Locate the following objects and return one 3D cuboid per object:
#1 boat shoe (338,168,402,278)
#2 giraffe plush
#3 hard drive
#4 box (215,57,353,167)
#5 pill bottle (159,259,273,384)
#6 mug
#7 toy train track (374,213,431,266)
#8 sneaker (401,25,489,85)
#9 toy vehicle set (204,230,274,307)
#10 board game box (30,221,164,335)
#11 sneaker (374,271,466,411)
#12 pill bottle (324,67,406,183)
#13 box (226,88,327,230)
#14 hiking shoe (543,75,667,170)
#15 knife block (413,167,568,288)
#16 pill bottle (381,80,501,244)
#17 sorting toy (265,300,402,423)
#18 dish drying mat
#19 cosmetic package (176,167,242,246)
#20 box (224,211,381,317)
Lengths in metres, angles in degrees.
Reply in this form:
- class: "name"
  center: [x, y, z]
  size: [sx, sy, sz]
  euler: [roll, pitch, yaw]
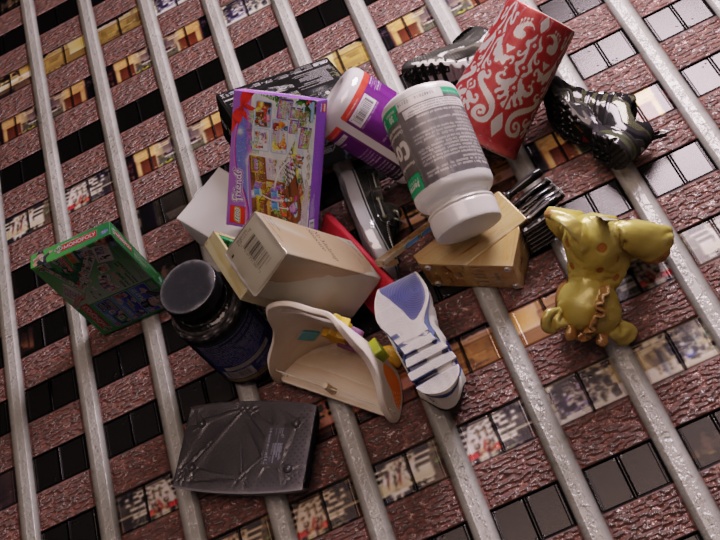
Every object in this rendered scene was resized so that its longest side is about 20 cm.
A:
- class: "boat shoe"
  center: [0.028, -0.078, 1.599]
  size: [0.071, 0.072, 0.201]
  euler: [-18, 61, -6]
- class: "giraffe plush"
  center: [0.303, 0.011, 1.388]
  size: [0.172, 0.200, 0.163]
  euler: [11, 97, 18]
- class: "hard drive"
  center: [-0.154, 0.248, 1.492]
  size: [0.199, 0.042, 0.135]
  euler: [-4, 58, 22]
- class: "box"
  center: [-0.104, -0.234, 1.703]
  size: [0.199, 0.086, 0.164]
  euler: [-22, 46, -16]
- class: "pill bottle"
  center: [-0.196, 0.071, 1.522]
  size: [0.111, 0.200, 0.112]
  euler: [-11, 56, 17]
- class: "mug"
  center: [0.203, -0.288, 1.573]
  size: [0.201, 0.133, 0.178]
  euler: [-62, 36, 15]
- class: "toy train track"
  center: [0.104, -0.054, 1.549]
  size: [0.200, 0.033, 0.115]
  euler: [-36, 18, -27]
- class: "sneaker"
  center: [0.163, -0.340, 1.712]
  size: [0.199, 0.067, 0.091]
  euler: [-7, 54, 15]
- class: "toy vehicle set"
  center: [-0.117, 0.014, 1.527]
  size: [0.027, 0.200, 0.124]
  euler: [-53, 50, 16]
- class: "board game box"
  center: [-0.385, 0.016, 1.640]
  size: [0.134, 0.200, 0.029]
  euler: [-22, 52, 9]
- class: "sneaker"
  center: [0.083, 0.111, 1.432]
  size: [0.080, 0.115, 0.200]
  euler: [-23, 50, 1]
- class: "pill bottle"
  center: [0.041, -0.204, 1.595]
  size: [0.113, 0.200, 0.113]
  euler: [-54, 15, 21]
- class: "box"
  center: [-0.122, -0.155, 1.562]
  size: [0.136, 0.039, 0.201]
  euler: [11, 105, 22]
- class: "hiking shoe"
  center: [0.346, -0.224, 1.563]
  size: [0.100, 0.076, 0.200]
  euler: [-28, 53, -17]
- class: "knife block"
  center: [0.190, -0.065, 1.526]
  size: [0.199, 0.064, 0.176]
  euler: [1, 60, 25]
- class: "pill bottle"
  center: [0.112, -0.145, 1.470]
  size: [0.113, 0.113, 0.201]
  euler: [-23, 74, 9]
- class: "sorting toy"
  center: [-0.043, 0.100, 1.450]
  size: [0.199, 0.180, 0.107]
  euler: [15, 67, 30]
- class: "dish drying mat"
  center: [0.000, 0.000, 1.568]
  size: [0.018, 0.077, 0.200]
  euler: [-14, 44, -33]
- class: "cosmetic package"
  center: [-0.175, -0.066, 1.676]
  size: [0.200, 0.081, 0.113]
  euler: [30, 75, 36]
- class: "box"
  center: [-0.075, -0.005, 1.471]
  size: [0.078, 0.200, 0.095]
  euler: [-52, 55, 18]
